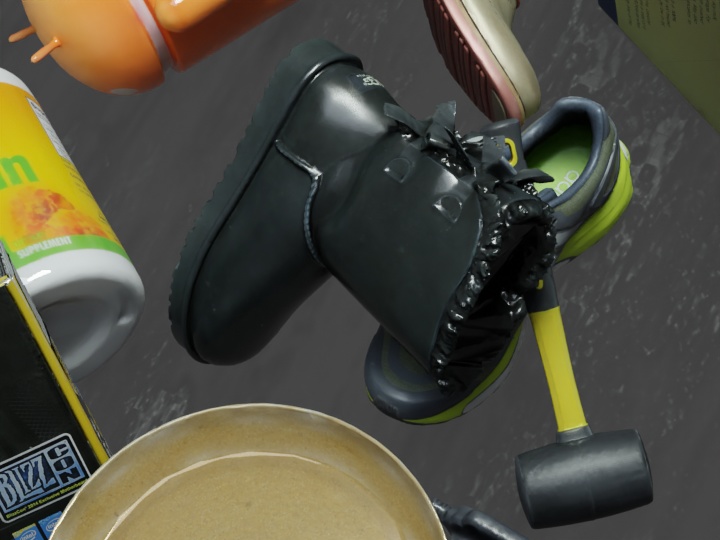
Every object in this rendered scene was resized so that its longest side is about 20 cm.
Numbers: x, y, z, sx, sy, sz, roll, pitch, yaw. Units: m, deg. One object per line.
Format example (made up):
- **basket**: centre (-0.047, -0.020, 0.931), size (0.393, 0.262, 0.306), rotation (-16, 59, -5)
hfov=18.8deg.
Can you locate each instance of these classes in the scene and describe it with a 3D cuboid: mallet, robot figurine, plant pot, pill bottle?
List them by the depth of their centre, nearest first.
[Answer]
- **plant pot**: centre (-0.054, 0.158, 1.017), size (0.200, 0.027, 0.200), rotation (-3, 61, 6)
- **mallet**: centre (0.081, 0.029, 1.055), size (0.066, 0.041, 0.200), rotation (-21, 93, 2)
- **pill bottle**: centre (-0.204, -0.038, 1.145), size (0.111, 0.111, 0.200), rotation (-30, 62, -6)
- **robot figurine**: centre (-0.102, -0.173, 1.194), size (0.200, 0.117, 0.144), rotation (-33, 66, -8)

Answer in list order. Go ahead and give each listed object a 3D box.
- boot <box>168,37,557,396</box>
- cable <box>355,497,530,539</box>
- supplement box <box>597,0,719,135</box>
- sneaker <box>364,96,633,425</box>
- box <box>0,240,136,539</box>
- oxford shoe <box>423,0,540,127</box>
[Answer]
- **boot**: centre (0.000, 0.000, 1.057), size (0.162, 0.073, 0.198), rotation (40, 117, 30)
- **cable**: centre (0.056, 0.204, 1.012), size (0.200, 0.051, 0.163), rotation (31, 73, 22)
- **supplement box**: centre (0.223, -0.157, 1.079), size (0.134, 0.200, 0.200), rotation (-34, 62, -7)
- **sneaker**: centre (0.065, -0.011, 1.101), size (0.074, 0.081, 0.200), rotation (28, 72, 22)
- **box**: centre (-0.228, 0.097, 1.050), size (0.200, 0.160, 0.049), rotation (-24, 32, -3)
- **oxford shoe**: centre (0.066, -0.166, 1.187), size (0.075, 0.070, 0.200), rotation (-19, 63, -6)
